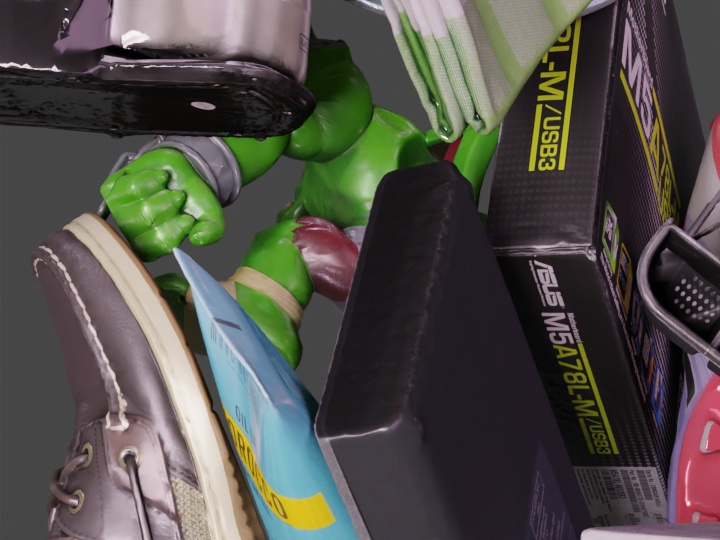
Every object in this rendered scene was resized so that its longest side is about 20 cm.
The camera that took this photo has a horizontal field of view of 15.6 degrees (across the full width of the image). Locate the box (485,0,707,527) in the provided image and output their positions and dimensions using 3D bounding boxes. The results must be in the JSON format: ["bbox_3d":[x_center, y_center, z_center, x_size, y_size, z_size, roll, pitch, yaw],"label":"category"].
[{"bbox_3d":[0.097,-0.029,1.018,0.200,0.047,0.194,67,28,-51],"label":"box"}]

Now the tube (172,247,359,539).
[{"bbox_3d":[-0.009,0.081,0.833,0.077,0.050,0.201,47,-14,47],"label":"tube"}]

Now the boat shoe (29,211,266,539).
[{"bbox_3d":[-0.071,0.079,0.854,0.064,0.073,0.201,-21,78,-15],"label":"boat shoe"}]

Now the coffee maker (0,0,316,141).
[{"bbox_3d":[-0.100,-0.152,0.831,0.191,0.135,0.202,6,83,-21],"label":"coffee maker"}]

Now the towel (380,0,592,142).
[{"bbox_3d":[0.035,-0.163,0.844,0.149,0.031,0.201,-49,126,-42],"label":"towel"}]

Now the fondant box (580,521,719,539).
[{"bbox_3d":[0.146,0.160,0.901,0.199,0.058,0.145,5,85,-56],"label":"fondant box"}]

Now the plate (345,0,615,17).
[{"bbox_3d":[0.033,-0.175,0.962,0.199,0.026,0.201,6,57,-10],"label":"plate"}]

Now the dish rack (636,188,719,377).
[{"bbox_3d":[0.207,-0.020,0.955,0.153,0.055,0.200,37,76,4],"label":"dish rack"}]

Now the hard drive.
[{"bbox_3d":[0.041,0.084,0.857,0.140,0.033,0.201,-75,149,-53],"label":"hard drive"}]

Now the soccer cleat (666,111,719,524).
[{"bbox_3d":[0.151,0.026,1.020,0.066,0.076,0.202,9,85,-14],"label":"soccer cleat"}]

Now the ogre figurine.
[{"bbox_3d":[0.000,0.000,0.946,0.199,0.098,0.120,35,59,-12],"label":"ogre figurine"}]
